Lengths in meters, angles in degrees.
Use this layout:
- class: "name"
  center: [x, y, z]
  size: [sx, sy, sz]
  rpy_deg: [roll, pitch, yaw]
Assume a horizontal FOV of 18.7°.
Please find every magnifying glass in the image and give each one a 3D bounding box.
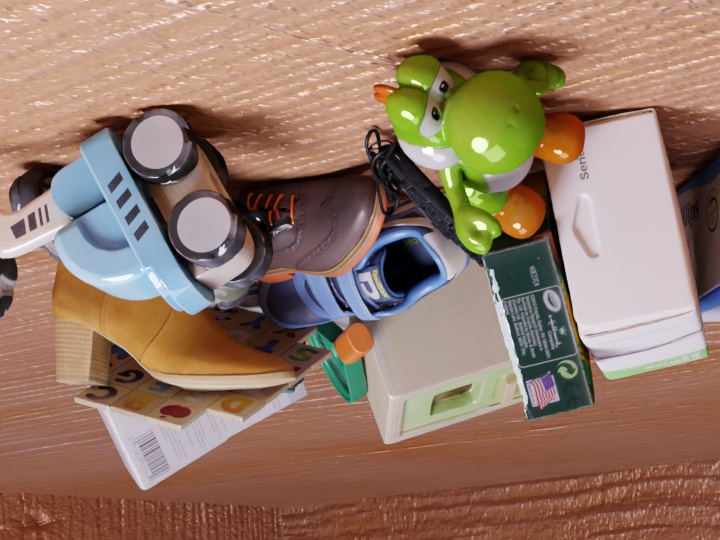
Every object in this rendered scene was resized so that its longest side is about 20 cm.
- class: "magnifying glass"
  center: [-0.013, 0.066, 1.783]
  size: [0.022, 0.080, 0.200]
  rpy_deg: [-29, 177, -9]

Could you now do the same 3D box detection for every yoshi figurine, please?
- class: "yoshi figurine"
  center: [0.086, -0.078, 1.354]
  size: [0.112, 0.113, 0.200]
  rpy_deg: [-23, 160, 19]

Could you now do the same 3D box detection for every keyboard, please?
- class: "keyboard"
  center: [0.044, -0.039, 1.530]
  size: [0.040, 0.104, 0.200]
  rpy_deg: [-43, 165, 0]

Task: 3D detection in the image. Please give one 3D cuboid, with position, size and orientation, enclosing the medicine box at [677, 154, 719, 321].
- class: "medicine box"
  center: [0.347, -0.026, 1.636]
  size: [0.199, 0.104, 0.182]
  rpy_deg: [-1, 169, -7]

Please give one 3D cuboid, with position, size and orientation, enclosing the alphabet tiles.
- class: "alphabet tiles"
  center: [-0.127, 0.073, 1.728]
  size: [0.166, 0.006, 0.200]
  rpy_deg: [13, -153, 27]

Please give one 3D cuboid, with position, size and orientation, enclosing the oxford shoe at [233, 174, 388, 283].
- class: "oxford shoe"
  center: [-0.052, -0.033, 1.632]
  size: [0.072, 0.072, 0.200]
  rpy_deg: [17, 157, -32]

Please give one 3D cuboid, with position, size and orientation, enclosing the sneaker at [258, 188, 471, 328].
- class: "sneaker"
  center: [0.000, 0.000, 1.681]
  size: [0.199, 0.074, 0.082]
  rpy_deg: [-23, -159, 27]

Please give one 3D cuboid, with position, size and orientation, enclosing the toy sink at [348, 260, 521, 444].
- class: "toy sink"
  center: [0.100, 0.054, 1.803]
  size: [0.199, 0.113, 0.130]
  rpy_deg: [-17, 161, -9]

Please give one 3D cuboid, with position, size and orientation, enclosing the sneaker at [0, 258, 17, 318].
- class: "sneaker"
  center: [-0.362, 0.005, 1.761]
  size: [0.083, 0.081, 0.200]
  rpy_deg: [4, 171, 28]

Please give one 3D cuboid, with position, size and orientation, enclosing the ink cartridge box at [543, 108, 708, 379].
- class: "ink cartridge box"
  center: [0.188, -0.014, 1.538]
  size: [0.084, 0.146, 0.200]
  rpy_deg: [-13, 168, 8]

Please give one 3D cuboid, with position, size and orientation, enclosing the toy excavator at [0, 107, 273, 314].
- class: "toy excavator"
  center: [-0.187, -0.036, 1.462]
  size: [0.199, 0.195, 0.100]
  rpy_deg: [-31, 166, 4]

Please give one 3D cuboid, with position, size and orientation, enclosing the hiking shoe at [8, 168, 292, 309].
- class: "hiking shoe"
  center: [-0.152, -0.046, 1.577]
  size: [0.199, 0.076, 0.101]
  rpy_deg: [17, 130, -26]

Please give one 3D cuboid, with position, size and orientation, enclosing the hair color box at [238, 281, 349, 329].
- class: "hair color box"
  center: [-0.030, 0.006, 1.851]
  size: [0.099, 0.061, 0.200]
  rpy_deg: [-7, 168, 27]

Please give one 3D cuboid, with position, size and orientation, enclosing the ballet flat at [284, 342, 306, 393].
- class: "ballet flat"
  center: [-0.130, 0.066, 1.851]
  size: [0.199, 0.069, 0.068]
  rpy_deg: [0, -157, -39]

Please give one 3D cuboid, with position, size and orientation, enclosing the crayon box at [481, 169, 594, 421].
- class: "crayon box"
  center: [0.124, 0.009, 1.550]
  size: [0.051, 0.128, 0.200]
  rpy_deg: [-14, -163, 7]

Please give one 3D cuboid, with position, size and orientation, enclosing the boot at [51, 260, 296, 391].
- class: "boot"
  center: [-0.142, 0.017, 1.662]
  size: [0.200, 0.145, 0.071]
  rpy_deg: [2, 172, 14]

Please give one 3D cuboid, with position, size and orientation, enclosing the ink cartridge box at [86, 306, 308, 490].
- class: "ink cartridge box"
  center: [-0.153, 0.077, 1.915]
  size: [0.176, 0.045, 0.201]
  rpy_deg: [-30, 134, -12]
